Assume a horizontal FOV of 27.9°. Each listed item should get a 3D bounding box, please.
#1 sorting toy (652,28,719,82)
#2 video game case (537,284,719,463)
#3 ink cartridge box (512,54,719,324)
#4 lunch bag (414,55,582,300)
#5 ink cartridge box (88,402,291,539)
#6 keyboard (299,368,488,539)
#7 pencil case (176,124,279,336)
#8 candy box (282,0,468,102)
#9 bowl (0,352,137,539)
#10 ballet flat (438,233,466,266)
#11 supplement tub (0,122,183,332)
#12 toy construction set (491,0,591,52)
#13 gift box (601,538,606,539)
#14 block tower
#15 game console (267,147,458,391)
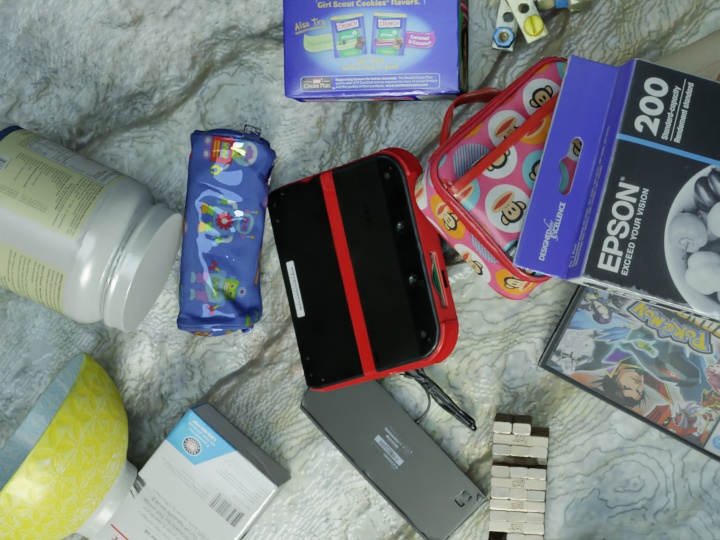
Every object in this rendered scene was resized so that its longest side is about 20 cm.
[{"bbox_3d":[0.328,-0.109,1.288,0.184,0.036,0.201,-27,86,-21],"label":"sorting toy"},{"bbox_3d":[0.278,0.069,1.291,0.199,0.026,0.182,27,135,7],"label":"video game case"},{"bbox_3d":[0.248,-0.072,1.218,0.198,0.043,0.200,15,80,4],"label":"ink cartridge box"},{"bbox_3d":[0.149,-0.093,1.297,0.176,0.082,0.200,46,67,5],"label":"lunch bag"},{"bbox_3d":[-0.175,0.242,1.395,0.116,0.068,0.201,40,96,6],"label":"ink cartridge box"},{"bbox_3d":[0.046,0.153,1.385,0.200,0.021,0.127,46,103,4],"label":"keyboard"},{"bbox_3d":[-0.126,-0.037,1.376,0.086,0.078,0.203,5,92,-6],"label":"pencil case"},{"bbox_3d":[0.015,-0.261,1.349,0.167,0.077,0.203,0,93,9],"label":"candy box"},{"bbox_3d":[-0.275,0.188,1.359,0.107,0.200,0.201,37,97,-14],"label":"bowl"},{"bbox_3d":[0.115,-0.034,1.361,0.198,0.046,0.068,-12,80,3],"label":"ballet flat"},{"bbox_3d":[-0.282,-0.038,1.364,0.198,0.145,0.146,24,95,7],"label":"supplement tub"},{"bbox_3d":[0.160,-0.310,1.324,0.130,0.092,0.202,-14,100,7],"label":"toy construction set"},{"bbox_3d":[0.255,0.353,1.273,0.182,0.187,0.202,1,107,10],"label":"gift box"},{"bbox_3d":[0.146,0.240,1.354,0.053,0.058,0.203,3,93,9],"label":"block tower"},{"bbox_3d":[0.000,0.000,1.346,0.176,0.031,0.202,-17,82,38],"label":"game console"}]
